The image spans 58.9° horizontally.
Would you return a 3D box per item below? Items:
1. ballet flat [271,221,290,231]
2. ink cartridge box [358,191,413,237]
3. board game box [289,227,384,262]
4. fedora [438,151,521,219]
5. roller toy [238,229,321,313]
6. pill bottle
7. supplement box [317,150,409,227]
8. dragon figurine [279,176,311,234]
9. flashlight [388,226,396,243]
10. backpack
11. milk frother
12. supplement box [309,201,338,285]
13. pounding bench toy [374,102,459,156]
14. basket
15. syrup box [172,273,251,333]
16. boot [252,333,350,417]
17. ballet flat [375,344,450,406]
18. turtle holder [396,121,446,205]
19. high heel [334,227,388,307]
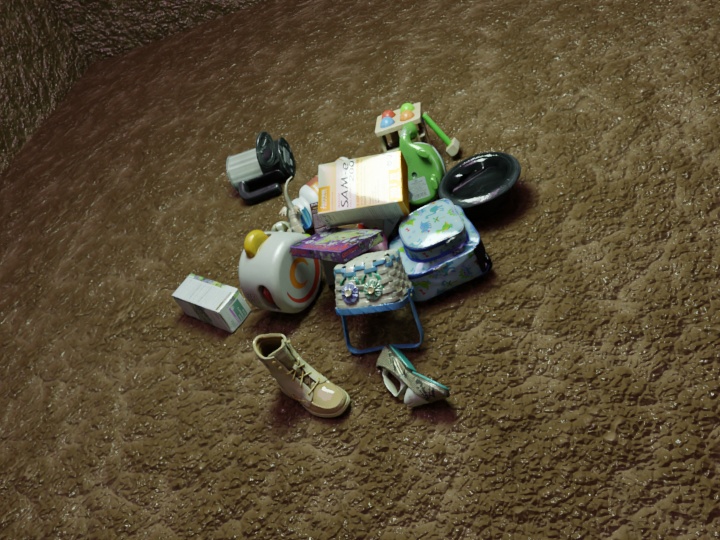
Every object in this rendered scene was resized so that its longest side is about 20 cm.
[{"bbox_3d":[-0.205,-0.089,1.695,0.070,0.071,0.201,-26,40,2],"label":"ballet flat"},{"bbox_3d":[0.027,-0.121,1.530,0.202,0.047,0.160,-57,28,0],"label":"ink cartridge box"},{"bbox_3d":[-0.054,-0.058,1.375,0.119,0.033,0.198,-33,24,-31],"label":"board game box"},{"bbox_3d":[0.285,-0.188,1.497,0.196,0.092,0.203,-16,42,14],"label":"fedora"},{"bbox_3d":[-0.193,0.003,1.498,0.137,0.198,0.187,4,92,34],"label":"roller toy"},{"bbox_3d":[-0.092,-0.203,1.713,0.199,0.113,0.112,-40,41,-13],"label":"pill bottle"},{"bbox_3d":[0.007,-0.180,1.420,0.195,0.074,0.129,-8,68,16],"label":"supplement box"},{"bbox_3d":[-0.160,-0.129,1.623,0.058,0.099,0.204,-18,86,11],"label":"dragon figurine"},{"bbox_3d":[0.070,-0.147,1.603,0.067,0.068,0.203,17,46,-15],"label":"flashlight"},{"bbox_3d":[0.156,-0.047,1.383,0.197,0.148,0.184,-29,35,8],"label":"backpack"},{"bbox_3d":[-0.318,-0.326,1.904,0.184,0.201,0.183,-15,45,15],"label":"milk frother"},{"bbox_3d":[-0.077,-0.073,1.567,0.059,0.110,0.202,-14,41,-2],"label":"supplement box"},{"bbox_3d":[0.152,-0.361,1.686,0.196,0.158,0.125,-15,29,14],"label":"pounding bench toy"},{"bbox_3d":[0.029,0.068,1.305,0.173,0.204,0.139,-11,14,25],"label":"basket"},{"bbox_3d":[-0.376,0.081,1.606,0.197,0.079,0.082,13,54,38],"label":"syrup box"},{"bbox_3d":[-0.121,0.205,1.270,0.198,0.157,0.073,20,58,41],"label":"boot"},{"bbox_3d":[0.093,0.215,1.222,0.076,0.067,0.199,-57,38,0],"label":"ballet flat"},{"bbox_3d":[0.139,-0.258,1.596,0.141,0.186,0.131,-49,-9,30],"label":"turtle holder"},{"bbox_3d":[0.000,0.000,1.440,0.200,0.067,0.097,-48,35,25],"label":"high heel"}]
